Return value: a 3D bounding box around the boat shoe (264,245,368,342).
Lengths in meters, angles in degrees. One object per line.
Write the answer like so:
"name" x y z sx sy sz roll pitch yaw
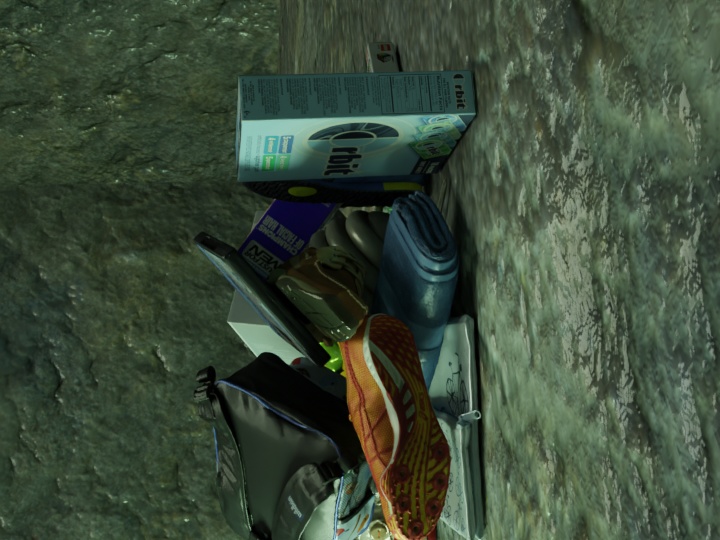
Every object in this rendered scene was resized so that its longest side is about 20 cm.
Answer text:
"boat shoe" -0.034 0.009 1.007 0.076 0.074 0.200 48 171 -17

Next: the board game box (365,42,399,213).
"board game box" 0.030 -0.155 1.285 0.127 0.034 0.201 96 169 -50

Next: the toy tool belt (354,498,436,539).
"toy tool belt" 0.006 0.268 1.229 0.200 0.122 0.126 -125 34 -76

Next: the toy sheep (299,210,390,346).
"toy sheep" 0.000 0.000 1.155 0.200 0.138 0.138 -51 22 16

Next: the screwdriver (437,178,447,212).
"screwdriver" 0.066 -0.009 1.095 0.029 0.028 0.201 40 137 40

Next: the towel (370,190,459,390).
"towel" 0.049 0.037 1.021 0.112 0.048 0.201 -114 28 -50

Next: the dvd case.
"dvd case" -0.103 0.024 1.097 0.143 0.018 0.200 50 172 -16

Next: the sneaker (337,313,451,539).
"sneaker" 0.028 0.140 0.972 0.077 0.073 0.201 -28 68 55

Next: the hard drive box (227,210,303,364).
"hard drive box" -0.086 0.040 1.406 0.200 0.076 0.157 63 -145 -59

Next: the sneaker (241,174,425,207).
"sneaker" -0.028 -0.112 1.120 0.066 0.199 0.079 149 119 -66

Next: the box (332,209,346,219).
"box" -0.044 -0.061 1.468 0.200 0.041 0.039 48 -142 -50

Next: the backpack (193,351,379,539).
"backpack" -0.061 0.193 1.088 0.199 0.154 0.191 30 123 32

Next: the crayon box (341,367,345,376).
"crayon box" -0.014 0.060 1.426 0.126 0.051 0.201 -34 -54 -67

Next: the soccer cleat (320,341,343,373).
"soccer cleat" -0.009 0.067 1.298 0.081 0.067 0.200 57 -164 6

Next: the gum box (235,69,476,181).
"gum box" -0.012 -0.128 0.990 0.170 0.199 0.045 119 148 -75

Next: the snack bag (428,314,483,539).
"snack bag" 0.082 0.137 1.021 0.189 0.021 0.201 165 103 -83

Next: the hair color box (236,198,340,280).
"hair color box" -0.063 -0.070 1.229 0.200 0.065 0.109 -56 1 -8

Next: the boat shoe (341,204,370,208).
"boat shoe" -0.023 -0.121 1.394 0.200 0.072 0.073 60 -163 -78
